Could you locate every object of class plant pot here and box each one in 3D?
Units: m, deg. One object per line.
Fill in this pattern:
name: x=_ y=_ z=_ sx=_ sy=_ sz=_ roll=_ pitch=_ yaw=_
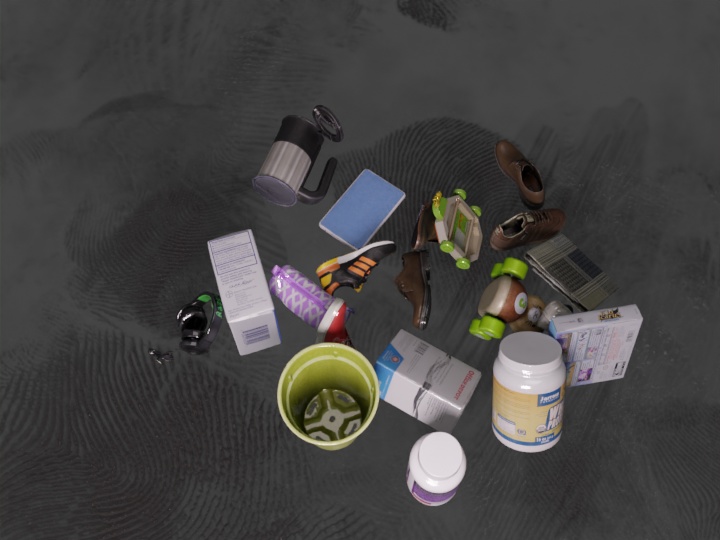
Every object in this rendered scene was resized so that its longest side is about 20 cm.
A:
plant pot: x=-0.060 y=0.274 z=1.533 sx=0.195 sy=0.185 sz=0.205 roll=-1 pitch=64 yaw=1

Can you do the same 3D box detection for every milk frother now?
milk frother: x=-0.143 y=-0.274 z=1.800 sx=0.177 sy=0.201 sz=0.191 roll=19 pitch=65 yaw=6

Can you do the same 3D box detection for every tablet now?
tablet: x=0.005 y=-0.147 z=1.837 sx=0.129 sy=0.014 sz=0.201 roll=33 pitch=68 yaw=16

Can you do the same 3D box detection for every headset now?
headset: x=-0.369 y=0.128 z=1.624 sx=0.200 sy=0.093 sz=0.125 roll=-46 pitch=42 yaw=26

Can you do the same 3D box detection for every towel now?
towel: x=0.469 y=0.007 z=1.698 sx=0.193 sy=0.035 sz=0.198 roll=47 pitch=38 yaw=19

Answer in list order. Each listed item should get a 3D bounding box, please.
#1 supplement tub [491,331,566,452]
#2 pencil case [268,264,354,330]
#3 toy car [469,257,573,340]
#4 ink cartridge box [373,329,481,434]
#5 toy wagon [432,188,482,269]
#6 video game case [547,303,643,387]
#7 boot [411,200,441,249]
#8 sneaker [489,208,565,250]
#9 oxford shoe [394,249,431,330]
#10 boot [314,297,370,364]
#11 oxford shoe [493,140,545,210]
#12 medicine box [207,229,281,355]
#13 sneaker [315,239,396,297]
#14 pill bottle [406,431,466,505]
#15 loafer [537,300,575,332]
supplement tub: x=0.335 y=0.241 z=1.516 sx=0.141 sy=0.204 sz=0.145 roll=-3 pitch=27 yaw=2
pencil case: x=-0.114 y=0.068 z=1.692 sx=0.198 sy=0.086 sz=0.085 roll=33 pitch=81 yaw=17
toy car: x=0.362 y=0.094 z=1.647 sx=0.197 sy=0.158 sz=0.167 roll=25 pitch=80 yaw=-3
ink cartridge box: x=0.133 y=0.229 z=1.576 sx=0.197 sy=0.085 sz=0.145 roll=27 pitch=32 yaw=14
toy wagon: x=0.214 y=-0.107 z=1.726 sx=0.039 sy=0.199 sz=0.158 roll=-10 pitch=51 yaw=40
video game case: x=0.472 y=0.161 z=1.573 sx=0.177 sy=0.202 sz=0.046 roll=-9 pitch=46 yaw=-5
boot: x=0.173 y=-0.095 z=1.741 sx=0.095 sy=0.076 sz=0.201 roll=19 pitch=31 yaw=1
sneaker: x=0.398 y=-0.104 z=1.775 sx=0.197 sy=0.076 sz=0.071 roll=-23 pitch=65 yaw=-10
oxford shoe: x=0.118 y=0.047 z=1.703 sx=0.082 sy=0.073 sz=0.203 roll=-2 pitch=52 yaw=2
boot: x=-0.022 y=0.159 z=1.590 sx=0.142 sy=0.203 sz=0.073 roll=27 pitch=42 yaw=14
oxford shoe: x=0.392 y=-0.250 z=1.845 sx=0.072 sy=0.085 sz=0.202 roll=-26 pitch=64 yaw=-10
medicine box: x=-0.249 y=0.049 z=1.648 sx=0.101 sy=0.183 sz=0.203 roll=-15 pitch=64 yaw=-8
sneaker: x=0.000 y=0.000 z=1.742 sx=0.196 sy=0.070 sz=0.092 roll=-20 pitch=80 yaw=-9
pill bottle: x=0.146 y=0.379 z=1.468 sx=0.109 sy=0.201 sz=0.114 roll=0 pitch=63 yaw=0
loafer: x=0.450 y=0.132 z=1.624 sx=0.070 sy=0.198 sz=0.070 roll=-47 pitch=32 yaw=17
